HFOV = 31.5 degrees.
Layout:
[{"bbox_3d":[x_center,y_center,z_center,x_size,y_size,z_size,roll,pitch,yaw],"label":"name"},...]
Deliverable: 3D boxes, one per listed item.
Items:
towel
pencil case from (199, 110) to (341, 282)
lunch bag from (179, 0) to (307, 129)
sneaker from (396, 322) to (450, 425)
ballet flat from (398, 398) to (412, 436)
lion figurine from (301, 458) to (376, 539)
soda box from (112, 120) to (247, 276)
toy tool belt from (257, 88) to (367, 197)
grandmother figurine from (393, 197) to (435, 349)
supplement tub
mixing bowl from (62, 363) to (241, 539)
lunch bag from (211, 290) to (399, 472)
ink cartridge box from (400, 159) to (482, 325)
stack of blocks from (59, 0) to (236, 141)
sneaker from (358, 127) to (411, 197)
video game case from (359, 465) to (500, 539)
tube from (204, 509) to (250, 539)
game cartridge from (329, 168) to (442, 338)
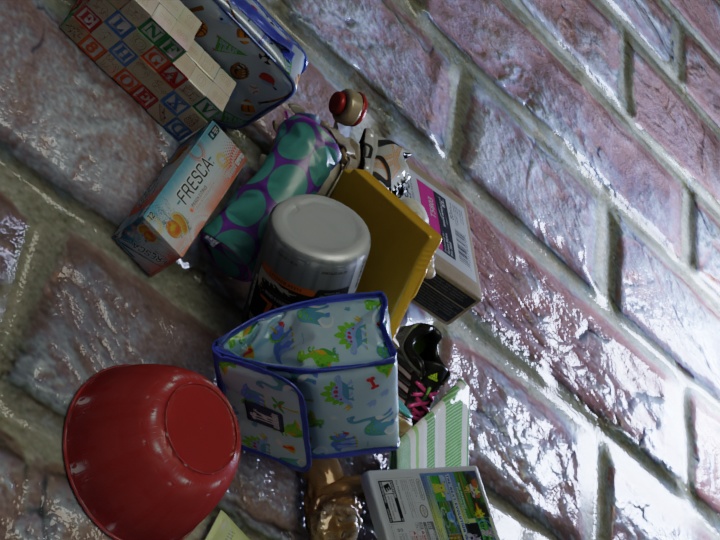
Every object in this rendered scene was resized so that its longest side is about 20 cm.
[{"bbox_3d":[0.089,0.242,1.635,0.200,0.023,0.155,-35,131,-51],"label":"towel"},{"bbox_3d":[-0.110,-0.089,1.528,0.092,0.085,0.201,33,75,14],"label":"pencil case"},{"bbox_3d":[-0.164,-0.275,1.577,0.200,0.159,0.076,42,43,-24],"label":"lunch bag"},{"bbox_3d":[0.073,0.154,1.669,0.073,0.087,0.203,26,54,-38],"label":"sneaker"},{"bbox_3d":[0.013,0.157,1.596,0.068,0.063,0.200,35,10,-19],"label":"ballet flat"},{"bbox_3d":[-0.046,0.232,1.519,0.122,0.073,0.201,-13,66,-44],"label":"lion figurine"},{"bbox_3d":[-0.209,-0.087,1.498,0.068,0.063,0.201,47,40,-19],"label":"soda box"},{"bbox_3d":[-0.067,-0.150,1.635,0.122,0.124,0.203,18,85,-35],"label":"toy tool belt"},{"bbox_3d":[0.045,-0.001,1.598,0.061,0.120,0.202,46,51,-47],"label":"grandmother figurine"},{"bbox_3d":[-0.068,0.024,1.474,0.121,0.202,0.123,11,38,-9],"label":"supplement tub"},{"bbox_3d":[-0.198,0.178,1.328,0.199,0.108,0.203,26,51,-37],"label":"mixing bowl"},{"bbox_3d":[-0.059,0.126,1.404,0.171,0.197,0.129,88,-4,-46],"label":"lunch bag"},{"bbox_3d":[0.082,-0.049,1.774,0.164,0.075,0.202,34,34,-35],"label":"ink cartridge box"},{"bbox_3d":[-0.242,-0.261,1.516,0.200,0.114,0.059,44,42,-24],"label":"stack of blocks"},{"bbox_3d":[0.029,-0.115,1.665,0.079,0.074,0.201,19,39,-8],"label":"sneaker"},{"bbox_3d":[0.098,0.330,1.504,0.181,0.022,0.202,5,57,-39],"label":"video game case"},{"bbox_3d":[-0.100,0.356,1.393,0.200,0.052,0.058,46,1,-14],"label":"tube"},{"bbox_3d":[0.000,0.000,1.532,0.032,0.202,0.176,6,29,-45],"label":"game cartridge"}]
